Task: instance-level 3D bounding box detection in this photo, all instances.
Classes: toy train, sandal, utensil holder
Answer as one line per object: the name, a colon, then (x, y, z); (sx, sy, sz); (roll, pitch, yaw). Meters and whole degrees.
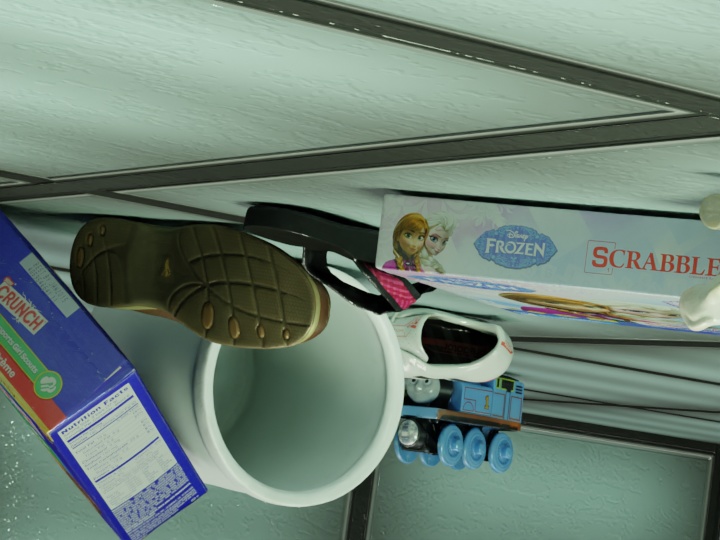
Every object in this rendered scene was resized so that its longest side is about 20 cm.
toy train: (0.106, 0.163, 2.856); (0.086, 0.115, 0.200); (0, 172, 35)
sandal: (0.000, 0.000, 1.523); (0.075, 0.045, 0.200); (4, 174, 38)
utensil holder: (-0.092, 0.075, 1.864); (0.169, 0.171, 0.200); (11, 177, -34)

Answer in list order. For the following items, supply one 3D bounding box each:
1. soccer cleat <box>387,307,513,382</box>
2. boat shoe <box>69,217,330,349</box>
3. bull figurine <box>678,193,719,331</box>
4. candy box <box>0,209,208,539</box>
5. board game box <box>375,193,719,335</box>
soccer cleat: (0.025, 0.057, 2.080); (0.199, 0.069, 0.085); (5, 166, 2)
boat shoe: (-0.094, 0.006, 1.639); (0.199, 0.072, 0.067); (12, -176, 36)
bull figurine: (0.215, 0.005, 1.104); (0.199, 0.066, 0.121); (3, 177, 37)
candy box: (-0.198, 0.074, 1.721); (0.169, 0.077, 0.200); (48, 169, 29)
board game box: (0.138, 0.002, 1.343); (0.199, 0.041, 0.199); (5, 174, 27)
